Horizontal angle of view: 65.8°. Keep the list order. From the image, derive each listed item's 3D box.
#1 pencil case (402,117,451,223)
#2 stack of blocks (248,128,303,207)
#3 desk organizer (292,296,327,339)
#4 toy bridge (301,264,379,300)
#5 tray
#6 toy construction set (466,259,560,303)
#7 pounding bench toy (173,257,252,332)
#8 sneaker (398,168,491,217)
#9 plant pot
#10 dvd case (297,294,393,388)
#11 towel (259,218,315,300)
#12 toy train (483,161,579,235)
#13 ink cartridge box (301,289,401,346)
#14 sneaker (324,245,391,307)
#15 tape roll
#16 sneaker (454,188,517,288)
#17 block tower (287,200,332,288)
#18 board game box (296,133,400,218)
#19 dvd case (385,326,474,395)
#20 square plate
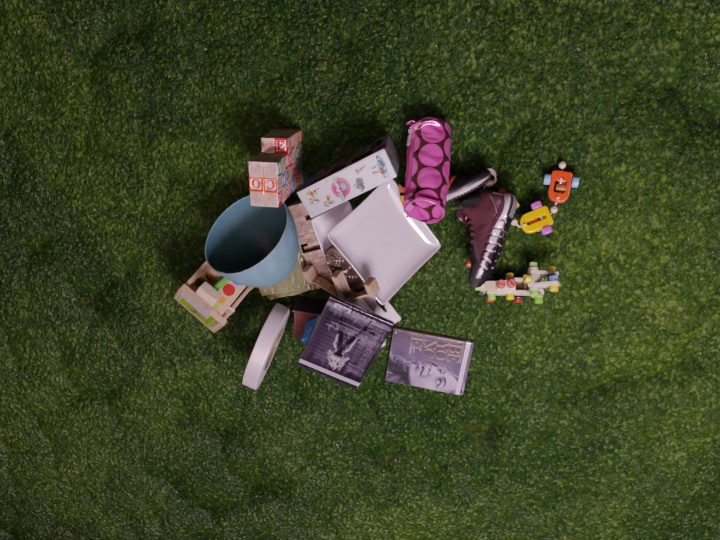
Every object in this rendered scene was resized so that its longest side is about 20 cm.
[{"bbox_3d":[0.129,-0.201,1.108,0.093,0.203,0.090,16,157,-29],"label":"pencil case"},{"bbox_3d":[-0.170,-0.215,1.136,0.057,0.201,0.117,4,114,7],"label":"stack of blocks"},{"bbox_3d":[-0.059,0.127,1.330,0.196,0.072,0.078,8,116,5],"label":"desk organizer"},{"bbox_3d":[-0.042,0.032,1.209,0.198,0.027,0.068,10,138,37],"label":"toy bridge"},{"bbox_3d":[-0.039,-0.044,1.261,0.107,0.022,0.203,-29,111,-26],"label":"tray"},{"bbox_3d":[0.321,0.022,1.202,0.197,0.131,0.094,15,77,12],"label":"toy construction set"},{"bbox_3d":[-0.307,0.027,1.243,0.124,0.157,0.200,42,154,-10],"label":"pounding bench toy"},{"bbox_3d":[0.170,-0.185,1.164,0.198,0.070,0.091,-23,89,21],"label":"sneaker"},{"bbox_3d":[-0.210,-0.044,1.183,0.197,0.203,0.135,-18,142,15],"label":"plant pot"},{"bbox_3d":[-0.035,0.159,1.205,0.147,0.016,0.202,23,120,-7],"label":"dvd case"},{"bbox_3d":[-0.195,-0.031,1.294,0.146,0.037,0.203,-11,109,23],"label":"towel"},{"bbox_3d":[0.350,-0.151,1.169,0.197,0.056,0.153,5,87,17],"label":"toy train"},{"bbox_3d":[-0.019,0.133,1.246,0.198,0.068,0.116,-31,113,23],"label":"ink cartridge box"},{"bbox_3d":[0.000,0.000,1.252,0.070,0.076,0.200,-20,125,41],"label":"sneaker"},{"bbox_3d":[-0.219,0.178,1.304,0.037,0.203,0.205,23,114,-1],"label":"tape roll"},{"bbox_3d":[0.236,-0.073,1.145,0.114,0.075,0.203,23,91,26],"label":"sneaker"},{"bbox_3d":[-0.105,-0.064,1.267,0.057,0.054,0.203,-13,110,14],"label":"block tower"},{"bbox_3d":[-0.020,-0.197,1.150,0.198,0.148,0.065,-25,108,17],"label":"board game box"},{"bbox_3d":[0.167,0.224,1.364,0.196,0.016,0.151,10,113,4],"label":"dvd case"},{"bbox_3d":[0.052,-0.065,1.210,0.200,0.028,0.199,-43,105,-16],"label":"square plate"}]
